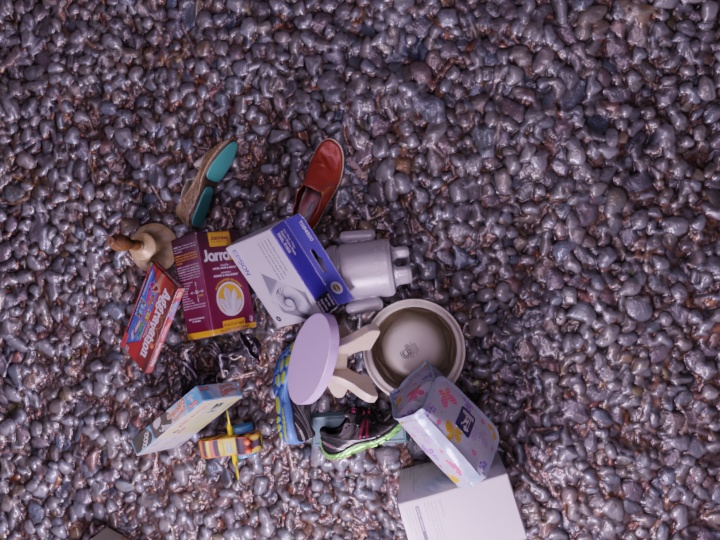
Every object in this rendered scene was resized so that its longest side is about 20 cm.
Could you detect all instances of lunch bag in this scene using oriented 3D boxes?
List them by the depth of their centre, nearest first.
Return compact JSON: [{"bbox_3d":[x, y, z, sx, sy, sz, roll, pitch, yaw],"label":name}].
[{"bbox_3d":[0.148,0.268,1.160,0.127,0.200,0.170,-42,95,7],"label":"lunch bag"}]

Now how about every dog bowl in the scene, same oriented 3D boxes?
[{"bbox_3d":[0.105,0.153,1.298,0.199,0.074,0.201,0,89,5],"label":"dog bowl"}]

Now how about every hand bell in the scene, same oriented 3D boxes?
[{"bbox_3d":[-0.438,-0.051,1.287,0.104,0.200,0.105,0,88,5],"label":"hand bell"}]

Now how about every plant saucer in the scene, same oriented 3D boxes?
[{"bbox_3d":[-0.003,0.317,1.331,0.199,0.019,0.070,-4,88,6],"label":"plant saucer"}]

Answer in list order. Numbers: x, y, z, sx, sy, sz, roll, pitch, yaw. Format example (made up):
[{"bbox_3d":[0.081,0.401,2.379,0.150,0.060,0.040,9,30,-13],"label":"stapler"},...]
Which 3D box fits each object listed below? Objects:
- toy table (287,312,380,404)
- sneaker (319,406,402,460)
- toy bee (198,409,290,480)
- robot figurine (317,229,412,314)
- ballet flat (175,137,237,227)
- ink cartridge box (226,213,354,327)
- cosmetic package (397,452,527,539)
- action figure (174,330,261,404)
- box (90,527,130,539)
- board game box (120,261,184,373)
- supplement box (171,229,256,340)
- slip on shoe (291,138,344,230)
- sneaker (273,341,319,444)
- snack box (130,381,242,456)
[{"bbox_3d":[-0.048,0.169,1.239,0.117,0.200,0.184,6,49,-31],"label":"toy table"},{"bbox_3d":[0.009,0.298,1.284,0.200,0.077,0.084,-25,90,3],"label":"sneaker"},{"bbox_3d":[-0.235,0.333,1.307,0.200,0.109,0.131,-32,84,4],"label":"toy bee"},{"bbox_3d":[0.000,0.000,1.291,0.199,0.113,0.170,-8,69,5],"label":"robot figurine"},{"bbox_3d":[-0.321,-0.187,1.350,0.065,0.071,0.200,26,87,19],"label":"ballet flat"},{"bbox_3d":[-0.136,0.007,1.255,0.200,0.041,0.200,-18,110,42],"label":"ink cartridge box"},{"bbox_3d":[0.180,0.423,1.220,0.199,0.199,0.123,-16,89,4],"label":"cosmetic package"},{"bbox_3d":[-0.294,0.185,1.305,0.200,0.119,0.102,-31,83,10],"label":"action figure"},{"bbox_3d":[-0.462,0.613,1.333,0.200,0.078,0.095,28,91,5],"label":"box"},{"bbox_3d":[-0.417,0.094,1.324,0.103,0.019,0.200,36,111,31],"label":"board game box"},{"bbox_3d":[-0.288,0.026,1.305,0.085,0.110,0.201,-12,87,40],"label":"supplement box"},{"bbox_3d":[-0.086,-0.171,1.330,0.074,0.061,0.201,23,89,7],"label":"slip on shoe"},{"bbox_3d":[-0.125,0.242,1.322,0.082,0.071,0.200,4,73,-32],"label":"sneaker"},{"bbox_3d":[-0.336,0.286,1.284,0.200,0.116,0.037,-39,69,20],"label":"snack box"}]
